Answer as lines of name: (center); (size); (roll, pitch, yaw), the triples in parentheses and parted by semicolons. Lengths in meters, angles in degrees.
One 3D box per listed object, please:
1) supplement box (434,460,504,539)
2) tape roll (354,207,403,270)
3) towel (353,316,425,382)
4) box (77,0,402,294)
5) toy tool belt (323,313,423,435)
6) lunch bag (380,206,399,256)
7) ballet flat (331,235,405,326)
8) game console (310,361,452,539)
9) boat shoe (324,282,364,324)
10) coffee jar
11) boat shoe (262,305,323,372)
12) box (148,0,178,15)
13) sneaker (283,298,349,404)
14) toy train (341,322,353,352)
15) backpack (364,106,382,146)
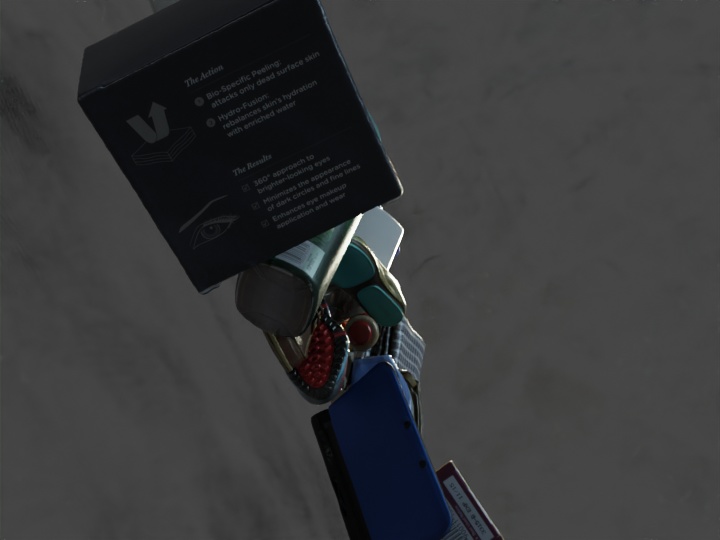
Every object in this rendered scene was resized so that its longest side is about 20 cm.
supplement box: (0.119, 0.359, 1.291); (0.132, 0.103, 0.200); (54, -10, 20)
tape roll: (-0.042, -0.062, 1.338); (0.200, 0.072, 0.203); (23, -10, 4)
towel: (0.041, 0.162, 1.359); (0.200, 0.084, 0.168); (59, 39, -69)
box: (-0.097, -0.123, 0.783); (0.118, 0.195, 0.201); (-111, 175, -56)
toy tool belt: (0.014, 0.155, 1.191); (0.123, 0.123, 0.203); (30, 49, -86)
lunch bag: (-0.032, -0.051, 1.566); (0.200, 0.168, 0.129); (56, 10, -82)
ballet flat: (0.000, 0.000, 1.225); (0.200, 0.070, 0.071); (50, 13, -46)
game console: (0.032, 0.233, 1.034); (0.171, 0.117, 0.202); (60, 7, -57)
boat shoe: (-0.051, 0.037, 1.282); (0.073, 0.075, 0.199); (27, 19, 23)
coffee jar: (-0.055, -0.036, 0.974); (0.105, 0.084, 0.201); (111, 3, -46)
boat shoe: (-0.077, 0.041, 1.056); (0.201, 0.067, 0.073); (-106, 171, -66)
box: (-0.185, -0.312, 1.284); (0.199, 0.129, 0.202); (56, 10, -72)
sneaker: (-0.042, 0.104, 1.103); (0.201, 0.078, 0.096); (-107, 174, -63)
toy train: (-0.039, 0.083, 1.384); (0.201, 0.084, 0.117); (61, 19, -53)
backpack: (-0.078, -0.132, 1.135); (0.153, 0.199, 0.177); (21, 40, -55)
